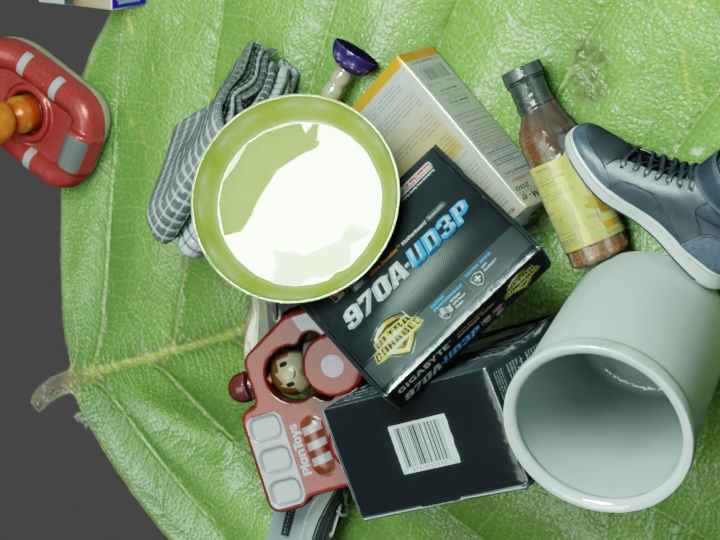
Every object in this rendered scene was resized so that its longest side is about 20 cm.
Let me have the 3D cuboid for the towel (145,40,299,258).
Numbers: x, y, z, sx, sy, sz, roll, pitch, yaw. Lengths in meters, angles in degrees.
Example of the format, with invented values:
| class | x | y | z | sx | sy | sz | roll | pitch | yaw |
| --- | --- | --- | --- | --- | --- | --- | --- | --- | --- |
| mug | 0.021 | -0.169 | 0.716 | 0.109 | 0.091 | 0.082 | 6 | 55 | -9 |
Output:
| class | x | y | z | sx | sy | sz | roll | pitch | yaw |
| --- | --- | --- | --- | --- | --- | --- | --- | --- | --- |
| towel | -0.142 | -0.130 | 1.720 | 0.085 | 0.200 | 0.166 | 29 | 124 | -13 |

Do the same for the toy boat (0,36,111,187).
| class | x | y | z | sx | sy | sz | roll | pitch | yaw |
| --- | --- | --- | --- | --- | --- | --- | --- | --- | --- |
| toy boat | -0.393 | -0.178 | 1.910 | 0.200 | 0.131 | 0.131 | 37 | 120 | 19 |

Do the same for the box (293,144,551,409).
| class | x | y | z | sx | sy | sz | roll | pitch | yaw |
| --- | --- | --- | --- | --- | --- | --- | --- | --- | --- |
| box | 0.053 | 0.005 | 1.559 | 0.200 | 0.046 | 0.159 | -43 | 60 | 1 |

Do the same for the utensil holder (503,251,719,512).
| class | x | y | z | sx | sy | sz | roll | pitch | yaw |
| --- | --- | --- | --- | --- | --- | --- | --- | --- | --- |
| utensil holder | 0.240 | 0.094 | 1.520 | 0.170 | 0.200 | 0.170 | 12 | 122 | 19 |

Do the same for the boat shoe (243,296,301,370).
| class | x | y | z | sx | sy | sz | roll | pitch | yaw |
| --- | --- | --- | --- | --- | --- | --- | --- | --- | --- |
| boat shoe | -0.085 | 0.023 | 1.813 | 0.065 | 0.072 | 0.201 | 12 | 108 | 17 |

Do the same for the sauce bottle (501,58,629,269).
| class | x | y | z | sx | sy | sz | roll | pitch | yaw |
| --- | --- | --- | --- | --- | --- | --- | --- | --- | --- |
| sauce bottle | 0.192 | -0.103 | 1.595 | 0.066 | 0.066 | 0.200 | -22 | 94 | 35 |

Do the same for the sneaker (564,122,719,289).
| class | x | y | z | sx | sy | sz | roll | pitch | yaw |
| --- | --- | --- | --- | --- | --- | --- | --- | --- | --- |
| sneaker | 0.294 | -0.097 | 1.515 | 0.202 | 0.077 | 0.146 | 40 | 133 | 6 |

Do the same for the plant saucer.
| class | x | y | z | sx | sy | sz | roll | pitch | yaw |
| --- | --- | --- | --- | --- | --- | --- | --- | --- | --- |
| plant saucer | -0.059 | -0.065 | 1.568 | 0.199 | 0.031 | 0.201 | -2 | 78 | 9 |

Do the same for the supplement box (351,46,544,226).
| class | x | y | z | sx | sy | sz | roll | pitch | yaw |
| --- | --- | --- | --- | --- | --- | --- | --- | --- | --- |
| supplement box | 0.079 | -0.105 | 1.662 | 0.200 | 0.073 | 0.126 | 52 | 124 | 10 |

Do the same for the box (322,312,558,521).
| class | x | y | z | sx | sy | sz | roll | pitch | yaw |
| --- | --- | --- | --- | --- | --- | --- | --- | --- | --- |
| box | 0.107 | 0.141 | 1.641 | 0.200 | 0.196 | 0.124 | -18 | 93 | 35 |

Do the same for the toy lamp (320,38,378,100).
| class | x | y | z | sx | sy | sz | roll | pitch | yaw |
| --- | --- | --- | --- | --- | --- | --- | --- | --- | --- |
| toy lamp | -0.054 | -0.141 | 1.725 | 0.058 | 0.058 | 0.200 | 39 | 106 | 18 |

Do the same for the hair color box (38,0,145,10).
| class | x | y | z | sx | sy | sz | roll | pitch | yaw |
| --- | --- | --- | --- | --- | --- | --- | --- | --- | --- |
| hair color box | -0.296 | -0.391 | 1.828 | 0.109 | 0.065 | 0.201 | 11 | 111 | 29 |

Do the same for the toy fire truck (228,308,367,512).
| class | x | y | z | sx | sy | sz | roll | pitch | yaw |
| --- | --- | --- | --- | --- | --- | --- | --- | --- | --- |
| toy fire truck | -0.051 | 0.142 | 1.766 | 0.168 | 0.112 | 0.200 | -18 | 93 | 14 |

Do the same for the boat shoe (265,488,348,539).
| class | x | y | z | sx | sy | sz | roll | pitch | yaw |
| --- | --- | --- | --- | --- | --- | --- | --- | --- | --- |
| boat shoe | -0.048 | 0.262 | 1.855 | 0.073 | 0.068 | 0.200 | 12 | 86 | 41 |
